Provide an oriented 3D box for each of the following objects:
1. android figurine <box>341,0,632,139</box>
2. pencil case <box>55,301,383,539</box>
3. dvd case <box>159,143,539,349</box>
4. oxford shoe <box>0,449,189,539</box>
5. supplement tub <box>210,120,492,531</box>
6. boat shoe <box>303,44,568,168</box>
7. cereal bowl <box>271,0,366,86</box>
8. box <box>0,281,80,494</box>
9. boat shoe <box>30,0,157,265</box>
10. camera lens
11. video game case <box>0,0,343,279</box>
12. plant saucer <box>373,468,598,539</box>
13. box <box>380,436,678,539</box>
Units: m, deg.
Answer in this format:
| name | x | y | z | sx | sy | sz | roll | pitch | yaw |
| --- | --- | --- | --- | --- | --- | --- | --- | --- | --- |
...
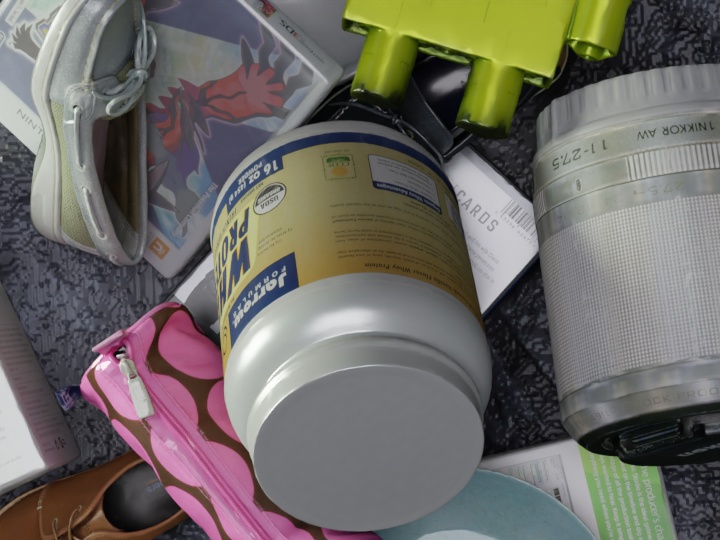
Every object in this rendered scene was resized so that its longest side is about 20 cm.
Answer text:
| name | x | y | z | sx | sy | sz | roll | pitch | yaw |
| --- | --- | --- | --- | --- | --- | --- | --- | --- | --- |
| android figurine | 0.065 | -0.179 | 1.380 | 0.182 | 0.041 | 0.200 | 18 | 84 | 2 |
| pencil case | -0.073 | 0.113 | 1.399 | 0.091 | 0.094 | 0.200 | -42 | 77 | -6 |
| dvd case | 0.000 | 0.000 | 1.491 | 0.150 | 0.025 | 0.200 | 43 | 92 | 5 |
| oxford shoe | -0.169 | 0.153 | 1.475 | 0.200 | 0.071 | 0.071 | -34 | 89 | 0 |
| supplement tub | -0.006 | 0.029 | 1.363 | 0.144 | 0.200 | 0.144 | -4 | 130 | -5 |
| boat shoe | 0.031 | -0.090 | 1.449 | 0.200 | 0.062 | 0.075 | -32 | 87 | 5 |
| cereal bowl | -0.042 | -0.201 | 1.464 | 0.200 | 0.083 | 0.200 | 1 | 95 | 9 |
| box | -0.270 | 0.049 | 1.479 | 0.124 | 0.097 | 0.200 | -25 | 88 | 5 |
| boat shoe | -0.143 | -0.086 | 1.407 | 0.065 | 0.074 | 0.202 | 27 | 134 | 14 |
| camera lens | 0.182 | 0.002 | 1.396 | 0.160 | 0.160 | 0.200 | -8 | 76 | 5 |
| video game case | -0.127 | -0.113 | 1.442 | 0.182 | 0.023 | 0.200 | 43 | 131 | 1 |
| plant saucer | 0.056 | 0.212 | 1.441 | 0.201 | 0.039 | 0.201 | 0 | 89 | 6 |
| box | 0.091 | 0.179 | 1.476 | 0.200 | 0.036 | 0.144 | -13 | 88 | 6 |
